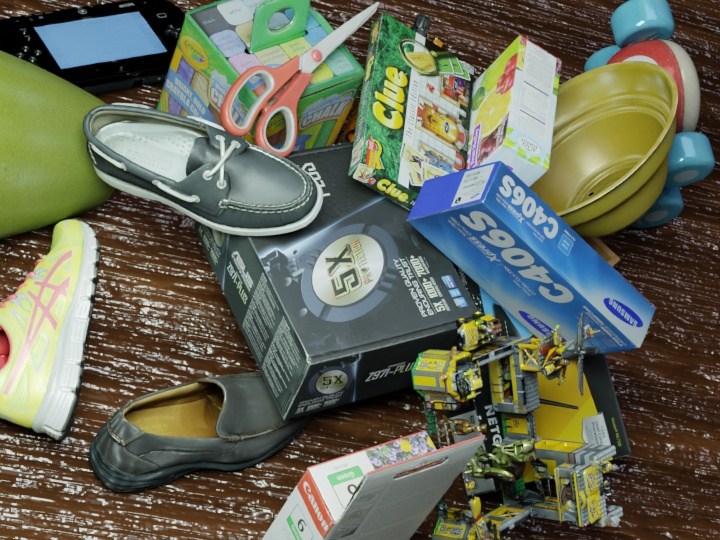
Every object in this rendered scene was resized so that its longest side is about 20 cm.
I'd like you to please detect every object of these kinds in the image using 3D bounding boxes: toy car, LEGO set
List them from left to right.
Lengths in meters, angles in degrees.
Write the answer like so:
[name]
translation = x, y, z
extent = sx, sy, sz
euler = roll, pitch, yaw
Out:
[LEGO set]
translation = 0.130, 0.134, 1.210
extent = 0.153, 0.115, 0.202
euler = -6, 95, -47
[toy car]
translation = 0.217, -0.147, 1.547
extent = 0.199, 0.177, 0.185
euler = -7, 68, -13

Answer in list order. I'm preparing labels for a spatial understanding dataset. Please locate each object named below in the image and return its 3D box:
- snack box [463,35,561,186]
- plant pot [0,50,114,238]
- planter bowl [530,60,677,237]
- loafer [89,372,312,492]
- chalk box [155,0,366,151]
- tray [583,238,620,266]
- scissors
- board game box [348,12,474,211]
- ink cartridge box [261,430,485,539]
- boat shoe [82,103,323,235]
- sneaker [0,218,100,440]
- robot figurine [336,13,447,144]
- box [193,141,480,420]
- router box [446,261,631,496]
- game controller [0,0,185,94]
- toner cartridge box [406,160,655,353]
[snack box]
translation = 0.098, -0.097, 1.419
extent = 0.053, 0.200, 0.143
euler = 29, 47, -17
[plant pot]
translation = -0.302, -0.102, 1.287
extent = 0.199, 0.187, 0.188
euler = 0, 52, -43
[planter bowl]
translation = 0.215, -0.091, 1.426
extent = 0.084, 0.200, 0.201
euler = 49, 40, -30
[loafer]
translation = -0.115, 0.117, 1.249
extent = 0.199, 0.072, 0.073
euler = -18, 62, -34
[chalk box]
translation = -0.087, -0.164, 1.393
extent = 0.124, 0.200, 0.124
euler = -24, 67, -35
[tray]
translation = 0.147, 0.012, 1.469
extent = 0.099, 0.037, 0.200
euler = 44, 51, 12
[scissors]
translation = -0.049, -0.178, 1.317
extent = 0.073, 0.014, 0.201
euler = 41, 61, -20
[board game box]
translation = 0.047, -0.131, 1.354
extent = 0.104, 0.023, 0.201
euler = 26, 44, -19
[ink cartridge box]
translation = 0.005, 0.168, 1.175
extent = 0.108, 0.200, 0.051
euler = -14, 61, -31
[boat shoe]
translation = -0.127, -0.081, 1.234
extent = 0.199, 0.060, 0.076
euler = 11, 65, 13
[sneaker]
translation = -0.258, 0.036, 1.250
extent = 0.090, 0.078, 0.201
euler = 9, 50, -9
[robot figurine]
translation = 0.023, -0.145, 1.473
extent = 0.058, 0.145, 0.201
euler = 29, 57, -7
[box]
translation = -0.022, 0.001, 1.295
extent = 0.163, 0.086, 0.201
euler = -12, 59, -28
[router box]
translation = 0.139, 0.079, 1.358
extent = 0.148, 0.051, 0.201
euler = -10, 82, -30
[game controller]
translation = -0.243, -0.209, 1.467
extent = 0.199, 0.042, 0.105
euler = -15, 61, -32
[toner cartridge box]
translation = 0.139, -0.005, 1.274
extent = 0.200, 0.095, 0.043
euler = 40, 62, -26
